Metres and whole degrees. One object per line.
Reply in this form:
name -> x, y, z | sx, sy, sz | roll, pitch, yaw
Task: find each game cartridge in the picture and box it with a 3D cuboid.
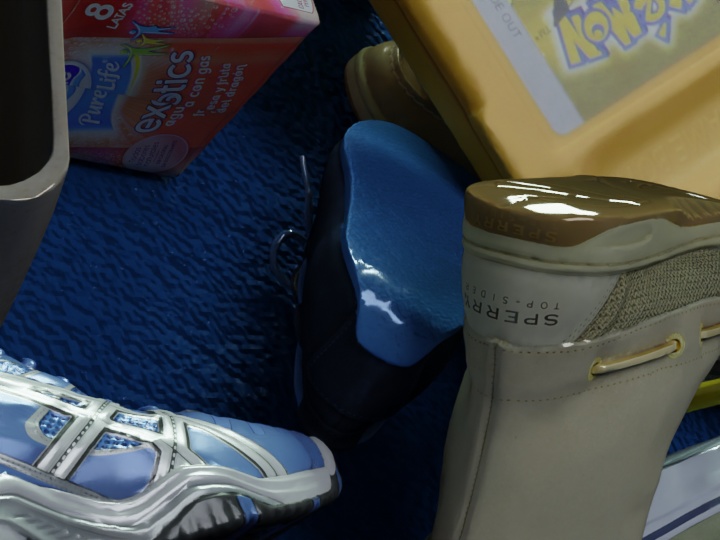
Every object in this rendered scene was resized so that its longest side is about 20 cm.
game cartridge -> 0.095, -0.111, 0.884 | 0.176, 0.032, 0.200 | -33, 90, -23

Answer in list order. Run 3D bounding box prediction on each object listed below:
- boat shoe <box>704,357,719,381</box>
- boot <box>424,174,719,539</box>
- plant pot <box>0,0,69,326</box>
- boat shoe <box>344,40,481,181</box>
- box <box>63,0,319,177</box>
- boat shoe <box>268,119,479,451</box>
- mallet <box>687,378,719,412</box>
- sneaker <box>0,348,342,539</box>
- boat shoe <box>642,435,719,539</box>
boat shoe -> 0.145, 0.013, 0.972 | 0.200, 0.065, 0.073 | 18, 46, -32
boot -> 0.085, 0.049, 0.785 | 0.073, 0.156, 0.200 | 14, 8, 29
plant pot -> -0.183, -0.040, 0.569 | 0.200, 0.177, 0.200 | 4, 49, -13
boat shoe -> 0.084, -0.060, 0.982 | 0.200, 0.063, 0.073 | 16, 47, -34
box -> -0.105, -0.145, 0.846 | 0.103, 0.095, 0.200 | 9, 50, -39
boat shoe -> 0.000, 0.000, 0.834 | 0.084, 0.069, 0.200 | 32, 20, 1
mallet -> 0.159, 0.036, 0.866 | 0.066, 0.200, 0.041 | -28, 100, -64
sneaker -> -0.085, 0.058, 0.690 | 0.200, 0.076, 0.077 | 0, 61, -47
boat shoe -> 0.130, 0.099, 0.888 | 0.200, 0.072, 0.062 | -17, 85, -42
